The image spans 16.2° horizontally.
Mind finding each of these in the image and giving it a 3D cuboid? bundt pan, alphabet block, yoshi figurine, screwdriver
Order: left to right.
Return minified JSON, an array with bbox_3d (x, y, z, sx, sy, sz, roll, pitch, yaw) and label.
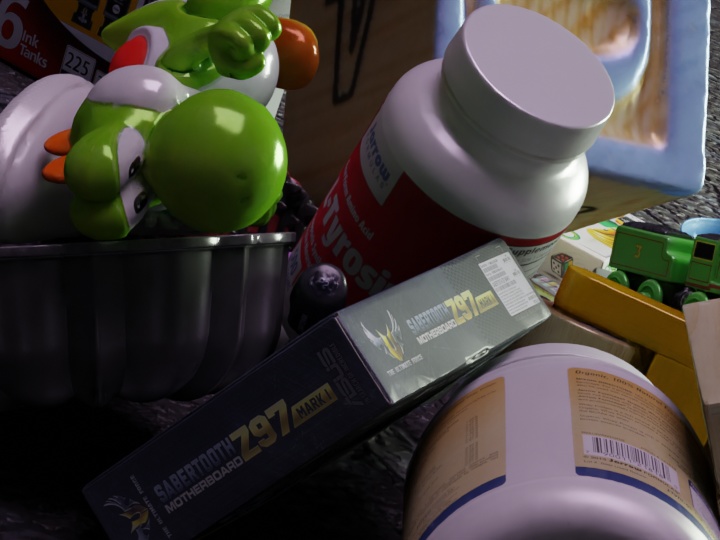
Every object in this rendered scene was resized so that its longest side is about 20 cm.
[{"bbox_3d":[-0.127,0.024,1.177,0.200,0.076,0.202,-3,0,0],"label":"bundt pan"},{"bbox_3d":[-0.057,-0.074,1.120,0.113,0.112,0.200,49,38,-14],"label":"yoshi figurine"},{"bbox_3d":[-0.030,0.032,1.237,0.029,0.028,0.200,8,-17,-8],"label":"screwdriver"},{"bbox_3d":[0.080,-0.136,1.540,0.194,0.198,0.200,11,-13,-25],"label":"alphabet block"}]

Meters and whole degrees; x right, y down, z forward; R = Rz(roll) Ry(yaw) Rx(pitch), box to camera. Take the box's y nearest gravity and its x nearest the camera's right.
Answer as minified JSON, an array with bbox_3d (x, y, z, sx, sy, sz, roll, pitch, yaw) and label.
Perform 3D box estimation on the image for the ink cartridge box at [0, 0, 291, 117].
[{"bbox_3d":[-0.137,-0.192,1.693,0.199,0.177,0.084,28,20,24],"label":"ink cartridge box"}]

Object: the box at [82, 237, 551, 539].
[{"bbox_3d":[-0.016,0.059,1.163,0.051,0.157,0.200,57,27,6],"label":"box"}]

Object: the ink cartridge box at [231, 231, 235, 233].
[{"bbox_3d":[-0.185,-0.025,1.307,0.199,0.050,0.162,17,-6,-22],"label":"ink cartridge box"}]

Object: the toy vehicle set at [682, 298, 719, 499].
[{"bbox_3d":[0.179,0.126,1.134,0.026,0.201,0.124,-11,17,7],"label":"toy vehicle set"}]

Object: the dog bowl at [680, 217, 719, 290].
[{"bbox_3d":[0.267,0.036,1.460,0.199,0.050,0.111,27,20,17],"label":"dog bowl"}]

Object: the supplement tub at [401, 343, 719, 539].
[{"bbox_3d":[0.088,0.123,1.107,0.144,0.145,0.200,19,19,-3],"label":"supplement tub"}]

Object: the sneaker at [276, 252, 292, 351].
[{"bbox_3d":[0.000,-0.001,1.447,0.114,0.073,0.201,18,27,8],"label":"sneaker"}]

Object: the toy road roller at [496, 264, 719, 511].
[{"bbox_3d":[0.163,0.085,1.341,0.199,0.124,0.146,24,6,2],"label":"toy road roller"}]

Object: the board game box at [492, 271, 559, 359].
[{"bbox_3d":[0.052,0.000,1.594,0.200,0.032,0.120,33,27,32],"label":"board game box"}]

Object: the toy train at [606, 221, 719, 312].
[{"bbox_3d":[0.203,0.010,1.379,0.042,0.057,0.200,10,3,-34],"label":"toy train"}]

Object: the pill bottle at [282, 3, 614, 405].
[{"bbox_3d":[0.044,-0.033,1.279,0.112,0.200,0.113,19,40,-17],"label":"pill bottle"}]

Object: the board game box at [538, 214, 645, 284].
[{"bbox_3d":[0.106,-0.044,1.755,0.199,0.035,0.126,29,21,23],"label":"board game box"}]

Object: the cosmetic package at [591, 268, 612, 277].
[{"bbox_3d":[0.214,0.076,1.480,0.199,0.074,0.102,20,19,3],"label":"cosmetic package"}]

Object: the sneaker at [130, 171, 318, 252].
[{"bbox_3d":[-0.110,-0.047,1.475,0.200,0.071,0.098,23,-9,-38],"label":"sneaker"}]

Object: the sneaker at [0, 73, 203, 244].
[{"bbox_3d":[-0.106,-0.043,1.173,0.088,0.076,0.200,30,22,16],"label":"sneaker"}]
